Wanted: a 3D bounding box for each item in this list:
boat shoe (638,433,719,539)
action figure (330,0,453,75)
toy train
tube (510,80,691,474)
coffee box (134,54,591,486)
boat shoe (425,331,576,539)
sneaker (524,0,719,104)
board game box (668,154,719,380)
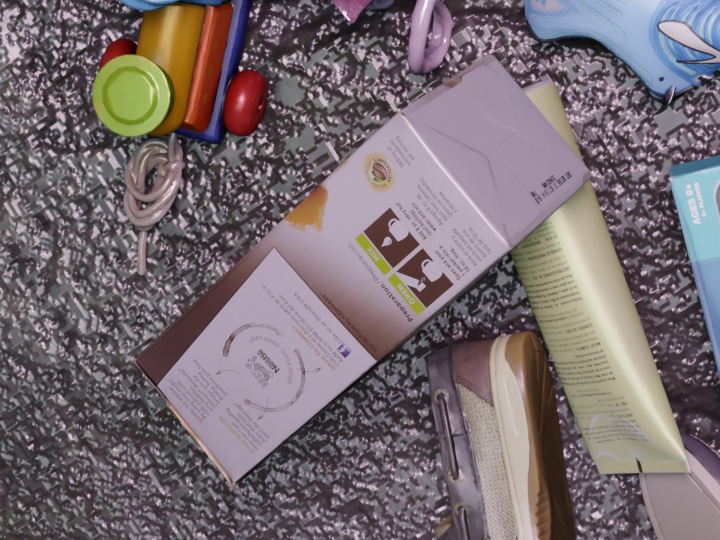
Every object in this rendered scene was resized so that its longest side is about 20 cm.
[{"bbox_3d":[0.218,0.156,1.019,0.063,0.073,0.200,-37,85,-29],"label":"boat shoe"},{"bbox_3d":[0.036,-0.204,0.937,0.149,0.134,0.200,44,107,-1],"label":"action figure"},{"bbox_3d":[-0.098,-0.083,0.991,0.084,0.116,0.201,15,102,8],"label":"toy train"},{"bbox_3d":[0.106,0.008,1.004,0.052,0.058,0.201,-20,94,13],"label":"tube"},{"bbox_3d":[0.000,0.000,0.961,0.080,0.114,0.200,50,121,2],"label":"coffee box"},{"bbox_3d":[0.071,0.130,1.029,0.064,0.073,0.201,-2,96,22],"label":"boat shoe"},{"bbox_3d":[0.170,-0.121,0.970,0.199,0.078,0.090,17,122,10],"label":"sneaker"},{"bbox_3d":[0.263,0.000,0.976,0.199,0.047,0.152,-14,97,12],"label":"board game box"}]
